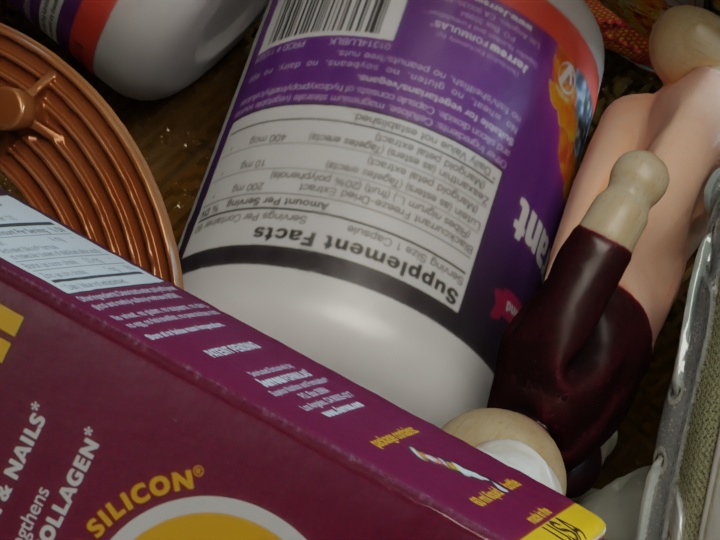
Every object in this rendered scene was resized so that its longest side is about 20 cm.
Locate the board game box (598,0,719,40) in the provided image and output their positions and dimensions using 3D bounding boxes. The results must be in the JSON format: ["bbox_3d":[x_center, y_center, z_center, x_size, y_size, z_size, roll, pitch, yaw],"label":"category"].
[{"bbox_3d":[0.065,-0.142,0.781,0.200,0.152,0.046,38,77,-3],"label":"board game box"}]

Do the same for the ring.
[{"bbox_3d":[-0.142,0.022,0.751,0.200,0.019,0.201,-2,85,22],"label":"ring"}]

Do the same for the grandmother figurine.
[{"bbox_3d":[0.064,0.018,0.760,0.061,0.121,0.200,13,47,24],"label":"grandmother figurine"}]

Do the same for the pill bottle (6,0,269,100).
[{"bbox_3d":[-0.109,-0.154,0.857,0.200,0.112,0.112,39,63,6],"label":"pill bottle"}]

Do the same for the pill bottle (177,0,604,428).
[{"bbox_3d":[0.000,0.000,0.814,0.111,0.111,0.200,21,63,-4],"label":"pill bottle"}]

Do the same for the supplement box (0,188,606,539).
[{"bbox_3d":[-0.055,0.068,0.662,0.200,0.086,0.110,28,98,12],"label":"supplement box"}]

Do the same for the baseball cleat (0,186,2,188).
[{"bbox_3d":[-0.145,-0.001,0.802,0.106,0.070,0.200,-47,54,10],"label":"baseball cleat"}]

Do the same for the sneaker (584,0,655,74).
[{"bbox_3d":[0.087,-0.106,0.897,0.200,0.077,0.073,8,92,-5],"label":"sneaker"}]

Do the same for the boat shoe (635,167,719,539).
[{"bbox_3d":[0.114,0.029,0.737,0.074,0.065,0.202,20,72,-34],"label":"boat shoe"}]

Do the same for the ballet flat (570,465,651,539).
[{"bbox_3d":[0.113,0.090,0.782,0.200,0.069,0.069,13,58,28],"label":"ballet flat"}]
